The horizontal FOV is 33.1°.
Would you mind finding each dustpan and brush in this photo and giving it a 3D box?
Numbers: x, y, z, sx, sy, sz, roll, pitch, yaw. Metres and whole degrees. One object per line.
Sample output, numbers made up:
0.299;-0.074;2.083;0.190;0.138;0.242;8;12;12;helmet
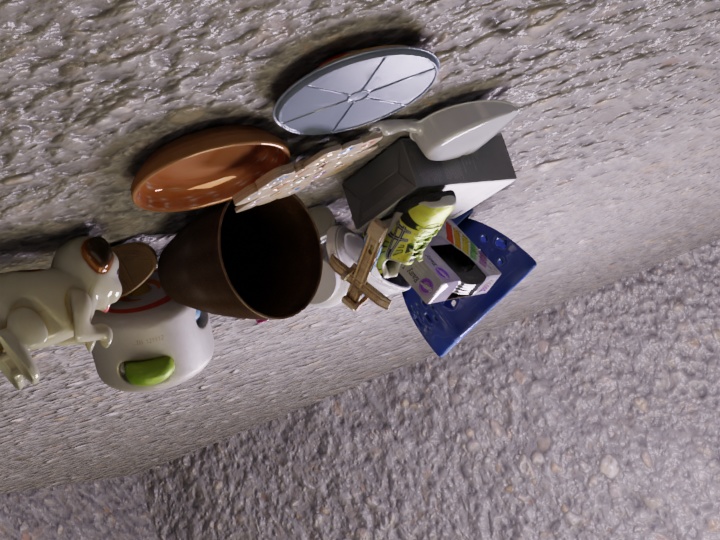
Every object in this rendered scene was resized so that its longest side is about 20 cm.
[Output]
0.097;-0.186;1.603;0.199;0.058;0.139;-18;168;-35;dustpan and brush

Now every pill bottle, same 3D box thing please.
-0.051;0.001;1.936;0.103;0.105;0.200;-21;-177;15;pill bottle

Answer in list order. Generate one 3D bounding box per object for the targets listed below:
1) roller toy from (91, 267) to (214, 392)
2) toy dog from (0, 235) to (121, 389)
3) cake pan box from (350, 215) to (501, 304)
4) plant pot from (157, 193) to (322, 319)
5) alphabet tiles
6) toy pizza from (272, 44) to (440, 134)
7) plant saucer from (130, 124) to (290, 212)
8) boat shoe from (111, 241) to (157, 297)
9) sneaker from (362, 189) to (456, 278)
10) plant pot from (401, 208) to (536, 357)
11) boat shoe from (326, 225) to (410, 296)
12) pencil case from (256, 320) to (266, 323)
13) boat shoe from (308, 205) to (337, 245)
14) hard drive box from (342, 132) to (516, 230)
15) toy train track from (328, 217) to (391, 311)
-0.319;0.081;1.817;0.199;0.141;0.182;14;-146;40;roller toy
-0.405;0.035;1.599;0.200;0.194;0.139;-37;180;-28;toy dog
0.104;-0.034;1.870;0.183;0.200;0.052;-7;141;-53;cake pan box
-0.186;-0.012;1.685;0.199;0.189;0.186;-13;174;44;plant pot
-0.069;-0.127;1.549;0.199;0.015;0.195;-22;176;-46;alphabet tiles
-0.007;-0.210;1.375;0.198;0.032;0.200;-17;166;-4;toy pizza
-0.184;-0.126;1.470;0.198;0.038;0.200;-17;167;-4;plant saucer
-0.372;0.010;1.749;0.199;0.072;0.072;-31;-166;19;boat shoe
0.079;-0.053;1.707;0.075;0.077;0.200;-9;164;-31;sneaker
0.163;0.011;2.125;0.200;0.180;0.200;-43;175;-16;plant pot
0.017;-0.013;1.861;0.068;0.073;0.200;-7;148;28;boat shoe
-0.179;0.022;1.976;0.090;0.095;0.200;-14;166;-3;pencil case
-0.128;-0.036;1.855;0.199;0.073;0.062;-23;164;-1;boat shoe
0.100;-0.129;1.765;0.199;0.077;0.156;-7;164;-39;hard drive box
0.000;0.000;1.743;0.033;0.114;0.201;-43;164;-36;toy train track
